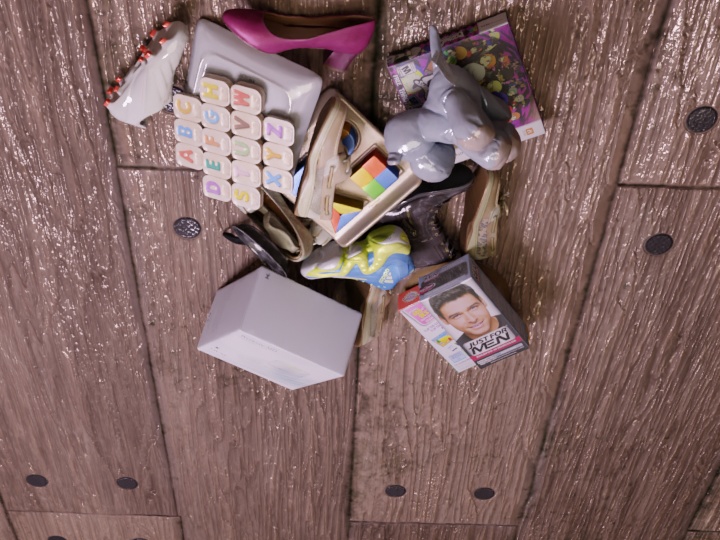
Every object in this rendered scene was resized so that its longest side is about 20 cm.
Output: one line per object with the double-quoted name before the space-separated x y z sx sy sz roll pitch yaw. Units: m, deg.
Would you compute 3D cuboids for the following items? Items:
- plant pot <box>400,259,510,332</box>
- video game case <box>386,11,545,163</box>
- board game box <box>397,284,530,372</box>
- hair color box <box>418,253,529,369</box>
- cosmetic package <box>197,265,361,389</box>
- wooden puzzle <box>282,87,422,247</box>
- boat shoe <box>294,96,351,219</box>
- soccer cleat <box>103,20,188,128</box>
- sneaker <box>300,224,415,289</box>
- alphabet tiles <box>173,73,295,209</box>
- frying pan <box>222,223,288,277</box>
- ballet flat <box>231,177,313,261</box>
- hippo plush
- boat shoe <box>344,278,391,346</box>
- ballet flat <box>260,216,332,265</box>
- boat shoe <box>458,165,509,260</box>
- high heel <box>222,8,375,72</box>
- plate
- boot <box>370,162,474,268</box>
"plant pot" 0.169 0.063 1.653 0.199 0.028 0.201 0 133 0
"video game case" 0.157 -0.255 1.352 0.181 0.036 0.200 -17 130 15
"board game box" 0.183 0.084 1.627 0.153 0.040 0.200 -27 127 23
"hair color box" 0.190 0.072 1.546 0.099 0.061 0.200 -27 126 23
"cosmetic package" -0.140 0.104 1.579 0.199 0.123 0.200 26 154 -22
"wooden puzzle" -0.036 -0.147 1.408 0.200 0.046 0.185 43 117 -16
"boat shoe" -0.044 -0.157 1.331 0.065 0.072 0.200 14 128 -8
"soccer cleat" -0.289 -0.278 1.320 0.077 0.070 0.200 28 134 -29
"sneaker" 0.000 0.000 1.507 0.199 0.076 0.105 -16 121 31
"alphabet tiles" -0.185 -0.183 1.343 0.195 0.015 0.201 17 129 15
"frying pan" -0.162 -0.033 1.479 0.115 0.190 0.031 45 80 -10
"ballet flat" -0.148 -0.094 1.445 0.200 0.062 0.067 45 113 -9
"hippo plush" 0.108 -0.188 1.281 0.161 0.160 0.200 -34 124 28
"boat shoe" 0.017 0.040 1.614 0.065 0.072 0.201 -18 129 -33
"ballet flat" -0.085 -0.058 1.519 0.200 0.064 0.076 -27 128 22
"boat shoe" 0.201 -0.092 1.486 0.062 0.074 0.200 -1 144 -6
"high heel" -0.082 -0.338 1.256 0.199 0.068 0.096 10 142 -28
"plate" -0.170 -0.233 1.334 0.199 0.032 0.200 27 130 5
"boot" 0.117 -0.081 1.500 0.199 0.069 0.174 -14 133 26
